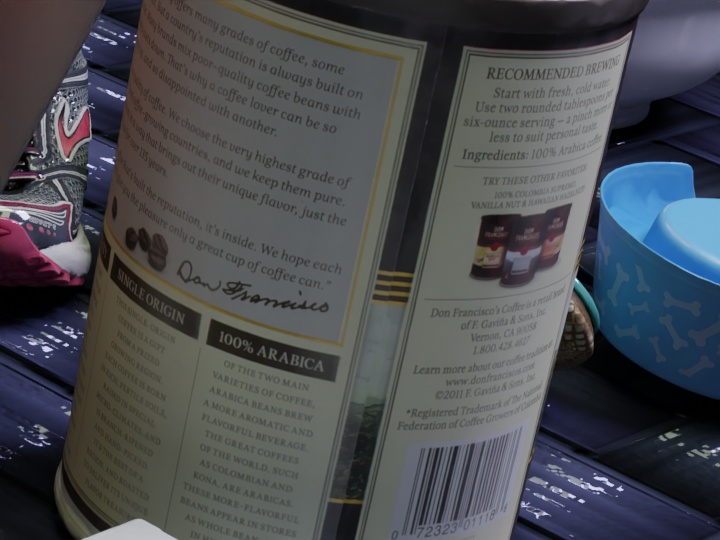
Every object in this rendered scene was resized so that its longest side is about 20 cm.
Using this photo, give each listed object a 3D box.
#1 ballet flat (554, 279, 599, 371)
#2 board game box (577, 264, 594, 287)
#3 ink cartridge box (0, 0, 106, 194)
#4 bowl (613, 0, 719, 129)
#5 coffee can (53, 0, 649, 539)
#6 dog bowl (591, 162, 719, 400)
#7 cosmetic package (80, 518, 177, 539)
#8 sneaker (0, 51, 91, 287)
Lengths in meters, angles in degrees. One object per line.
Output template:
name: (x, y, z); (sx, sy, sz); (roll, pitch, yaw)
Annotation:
ballet flat: (0.000, 0.000, 1.069); (0.065, 0.071, 0.200); (-36, 40, -25)
board game box: (0.025, -0.055, 1.099); (0.158, 0.039, 0.200); (30, 0, 24)
ink cartridge box: (-0.127, -0.030, 0.878); (0.043, 0.200, 0.174); (29, 20, -9)
bowl: (0.096, -0.124, 1.368); (0.200, 0.091, 0.201); (9, 22, -3)
coffee can: (-0.006, -0.012, 0.875); (0.146, 0.201, 0.146); (11, 21, -4)
dog bowl: (0.174, 0.009, 1.096); (0.199, 0.050, 0.112); (2, 28, -29)
cosmetic package: (-0.069, 0.132, 0.692); (0.150, 0.052, 0.200); (27, 27, 32)
sneaker: (-0.139, -0.049, 1.094); (0.080, 0.075, 0.200); (6, 22, -10)
